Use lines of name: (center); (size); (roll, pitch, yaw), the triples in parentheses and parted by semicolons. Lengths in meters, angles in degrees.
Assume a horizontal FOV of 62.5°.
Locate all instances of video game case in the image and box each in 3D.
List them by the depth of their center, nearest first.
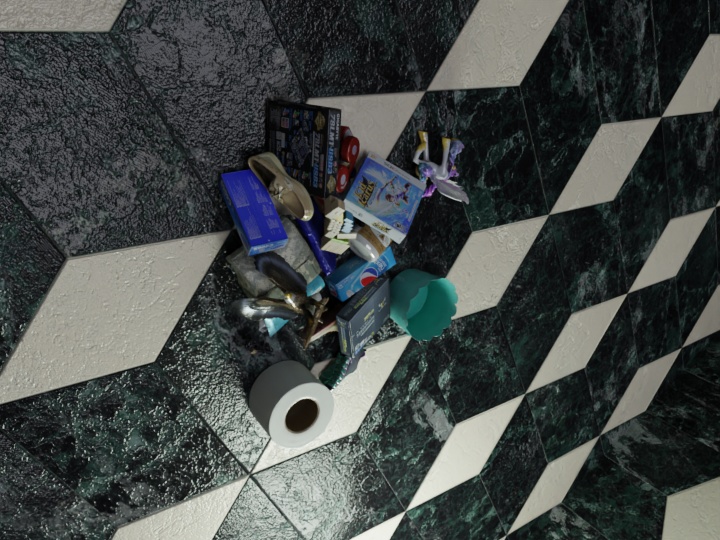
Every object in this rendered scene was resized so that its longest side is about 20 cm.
video game case: (0.062, -0.194, 1.541); (0.180, 0.045, 0.201); (29, 52, -6)

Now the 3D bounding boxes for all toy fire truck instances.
toy fire truck: (-0.063, -0.253, 1.505); (0.168, 0.111, 0.201); (57, 51, -63)

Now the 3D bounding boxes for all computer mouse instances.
computer mouse: (-0.244, 0.125, 1.566); (0.109, 0.044, 0.201); (14, 96, -62)

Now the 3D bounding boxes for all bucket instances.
bucket: (0.180, 0.098, 1.801); (0.206, 0.135, 0.209); (-14, 117, -30)

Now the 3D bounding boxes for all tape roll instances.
tape roll: (-0.192, 0.370, 1.646); (0.202, 0.139, 0.204); (-15, 117, -31)

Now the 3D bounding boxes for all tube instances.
tube: (-0.176, 0.087, 1.571); (0.200, 0.050, 0.078); (-45, 143, -29)

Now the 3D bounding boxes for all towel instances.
towel: (-0.120, -0.102, 1.512); (0.049, 0.148, 0.201); (-18, 121, 12)

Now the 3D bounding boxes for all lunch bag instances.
lunch bag: (-0.217, -0.023, 1.466); (0.200, 0.139, 0.168); (-38, 132, -15)

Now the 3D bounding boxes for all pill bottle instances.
pill bottle: (0.055, -0.132, 1.630); (0.200, 0.114, 0.114); (-51, 129, -14)

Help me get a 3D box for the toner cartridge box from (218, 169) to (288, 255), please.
toner cartridge box: (-0.250, -0.138, 1.376); (0.094, 0.201, 0.043); (-15, 159, -28)

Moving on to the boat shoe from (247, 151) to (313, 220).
boat shoe: (-0.186, -0.191, 1.374); (0.065, 0.200, 0.072); (-25, 163, -49)

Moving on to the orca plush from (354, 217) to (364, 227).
orca plush: (-0.019, -0.140, 1.544); (0.200, 0.071, 0.106); (-57, 170, -60)

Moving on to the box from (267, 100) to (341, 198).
box: (-0.135, -0.284, 1.380); (0.050, 0.197, 0.202); (-20, 120, -49)

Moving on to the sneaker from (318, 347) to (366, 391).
sneaker: (-0.052, 0.304, 1.764); (0.201, 0.074, 0.087); (-54, 134, -6)

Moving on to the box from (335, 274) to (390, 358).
box: (0.013, 0.128, 1.691); (0.200, 0.051, 0.159); (-46, 145, -36)

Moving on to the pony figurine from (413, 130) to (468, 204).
pony figurine: (0.222, -0.278, 1.688); (0.191, 0.167, 0.202); (12, 108, -5)

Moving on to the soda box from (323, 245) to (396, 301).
soda box: (0.000, 0.000, 1.677); (0.199, 0.068, 0.064); (-36, 125, -19)

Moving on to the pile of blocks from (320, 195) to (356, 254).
pile of blocks: (-0.049, -0.116, 1.395); (0.081, 0.063, 0.200); (1, 151, -8)

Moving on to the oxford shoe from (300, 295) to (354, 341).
oxford shoe: (-0.078, 0.154, 1.684); (0.199, 0.070, 0.075); (-32, 126, -21)

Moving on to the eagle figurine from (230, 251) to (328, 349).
eagle figurine: (-0.176, 0.061, 1.378); (0.152, 0.199, 0.152); (105, 13, -45)
